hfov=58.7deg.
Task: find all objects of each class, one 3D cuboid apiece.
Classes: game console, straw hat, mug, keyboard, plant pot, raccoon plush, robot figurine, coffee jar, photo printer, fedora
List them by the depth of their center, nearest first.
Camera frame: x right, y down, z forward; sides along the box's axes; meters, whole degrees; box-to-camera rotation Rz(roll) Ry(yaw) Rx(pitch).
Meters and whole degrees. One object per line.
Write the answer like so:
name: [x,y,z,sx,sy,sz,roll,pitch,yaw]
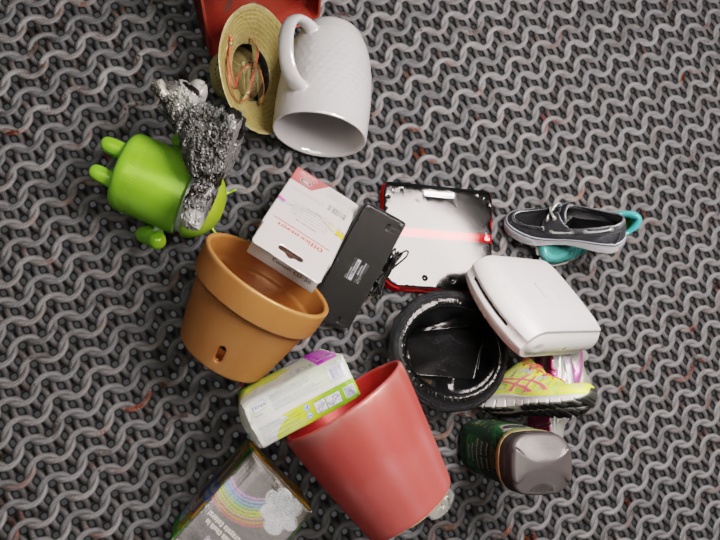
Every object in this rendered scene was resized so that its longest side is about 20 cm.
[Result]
raccoon plush: [-0.240,-0.170,0.857,0.132,0.097,0.203,21,58,-4]
plant pot: [0.022,0.253,0.887,0.199,0.200,0.179,-33,90,-14]
plant pot: [-0.163,0.060,0.907,0.198,0.200,0.141,32,103,-7]
robot figurine: [-0.285,-0.122,0.933,0.197,0.116,0.178,22,85,-9]
coffee jar: [0.227,0.274,0.956,0.102,0.200,0.087,2,83,-11]
mug: [-0.063,-0.296,0.966,0.145,0.200,0.179,-1,73,27]
plant pot: [-0.181,-0.484,0.968,0.197,0.200,0.178,-25,78,-14]
straw hat: [-0.184,-0.302,0.982,0.084,0.200,0.205,0,81,27]
photo printer: [0.260,0.053,0.986,0.197,0.070,0.168,4,44,-40]
keyboard: [0.000,0.000,1.006,0.103,0.040,0.202,27,101,-14]
fedora: [0.128,0.125,1.007,0.197,0.091,0.205,2,84,-16]
game console: [0.126,-0.051,1.064,0.196,0.031,0.181,4,79,-12]

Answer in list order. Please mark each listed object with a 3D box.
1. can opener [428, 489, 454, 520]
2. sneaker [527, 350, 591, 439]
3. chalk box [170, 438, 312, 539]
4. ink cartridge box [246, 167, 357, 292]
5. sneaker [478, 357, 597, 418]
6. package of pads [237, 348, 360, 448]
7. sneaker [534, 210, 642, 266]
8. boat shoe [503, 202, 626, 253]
can opener: [0.062,0.302,0.999,0.200,0.067,0.053,43,81,8]
sneaker: [0.334,0.205,1.049,0.087,0.081,0.204,11,82,-9]
chalk box: [-0.183,0.361,0.897,0.125,0.124,0.200,45,78,-5]
ink cartridge box: [-0.088,-0.052,0.939,0.115,0.068,0.201,32,39,-7]
sneaker: [0.270,0.176,0.992,0.078,0.198,0.092,32,61,-38]
package of pads: [-0.097,0.172,0.896,0.153,0.200,0.069,-26,90,-14]
sneaker: [0.387,-0.065,1.093,0.197,0.080,0.079,-19,88,-13]
boat shoe: [0.328,-0.079,1.040,0.197,0.068,0.072,14,58,30]
